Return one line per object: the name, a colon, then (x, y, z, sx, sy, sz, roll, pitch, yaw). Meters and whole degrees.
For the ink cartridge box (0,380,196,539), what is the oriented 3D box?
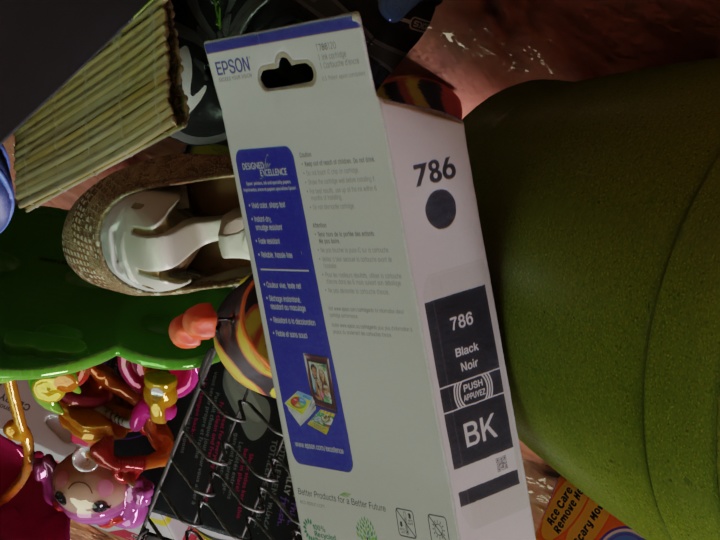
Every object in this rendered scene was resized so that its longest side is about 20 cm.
ink cartridge box: (-0.198, 0.142, 1.388, 0.145, 0.084, 0.200, 20, 158, 12)

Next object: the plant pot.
plant pot: (0.122, 0.008, 0.620, 0.193, 0.201, 0.200, 18, 161, 50)

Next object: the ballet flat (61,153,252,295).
ballet flat: (-0.066, -0.021, 0.829, 0.199, 0.065, 0.071, -9, 102, 23)

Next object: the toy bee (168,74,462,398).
toy bee: (-0.016, 0.007, 0.703, 0.108, 0.201, 0.131, 14, 139, -22)

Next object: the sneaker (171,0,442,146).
sneaker: (-0.040, -0.084, 0.697, 0.071, 0.083, 0.199, 35, 157, -22)

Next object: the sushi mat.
sushi mat: (-0.120, -0.089, 0.777, 0.012, 0.096, 0.200, 0, 172, -29)

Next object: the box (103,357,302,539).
box: (-0.053, 0.095, 1.034, 0.199, 0.123, 0.106, 11, 177, 34)

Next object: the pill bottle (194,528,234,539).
pill bottle: (-0.053, 0.169, 1.251, 0.112, 0.113, 0.200, 15, 157, 26)

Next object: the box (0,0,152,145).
box: (-0.175, -0.110, 0.668, 0.124, 0.149, 0.200, 50, 151, -18)

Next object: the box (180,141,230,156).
box: (0.000, 0.000, 0.910, 0.199, 0.035, 0.110, 23, 158, 7)

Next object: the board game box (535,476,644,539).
board game box: (0.196, 0.283, 1.118, 0.199, 0.200, 0.200, 16, 156, 22)

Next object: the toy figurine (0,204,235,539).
toy figurine: (-0.163, 0.084, 0.972, 0.199, 0.150, 0.185, 10, 125, 4)

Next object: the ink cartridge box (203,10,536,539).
ink cartridge box: (0.003, 0.011, 0.611, 0.099, 0.039, 0.201, 3, 107, 54)

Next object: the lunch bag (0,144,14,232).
lunch bag: (-0.265, -0.050, 0.862, 0.136, 0.200, 0.133, 50, -168, -49)

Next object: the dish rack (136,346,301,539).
dish rack: (-0.032, 0.115, 0.889, 0.153, 0.201, 0.055, 20, -173, -19)
